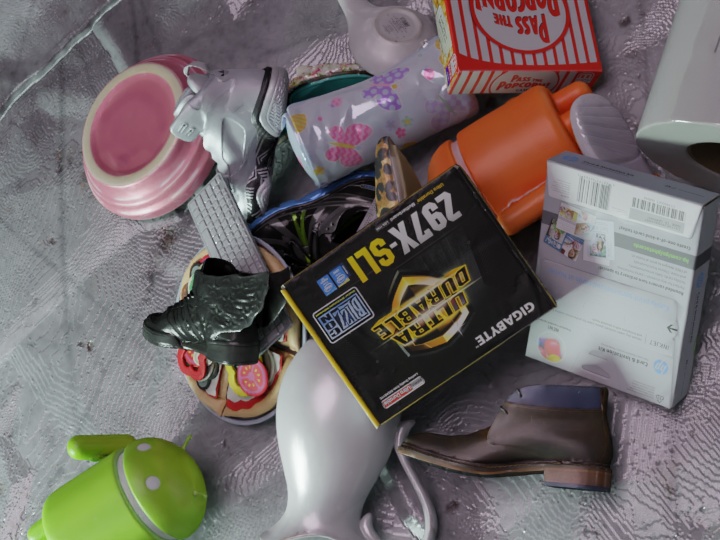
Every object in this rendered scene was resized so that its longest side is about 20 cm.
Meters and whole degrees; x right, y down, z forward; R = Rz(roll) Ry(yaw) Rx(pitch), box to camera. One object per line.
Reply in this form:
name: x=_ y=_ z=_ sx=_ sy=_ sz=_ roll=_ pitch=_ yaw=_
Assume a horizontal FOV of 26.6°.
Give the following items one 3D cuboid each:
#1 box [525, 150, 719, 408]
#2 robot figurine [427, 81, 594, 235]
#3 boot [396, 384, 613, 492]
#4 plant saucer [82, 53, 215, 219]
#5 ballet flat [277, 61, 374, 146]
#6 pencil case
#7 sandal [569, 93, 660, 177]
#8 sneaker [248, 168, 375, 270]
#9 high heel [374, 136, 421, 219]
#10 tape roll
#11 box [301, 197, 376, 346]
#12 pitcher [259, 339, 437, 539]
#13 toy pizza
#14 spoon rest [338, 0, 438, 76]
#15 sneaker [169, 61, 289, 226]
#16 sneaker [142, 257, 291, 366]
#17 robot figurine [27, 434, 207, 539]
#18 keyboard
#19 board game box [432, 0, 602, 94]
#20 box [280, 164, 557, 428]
box: x=0.233 y=0.008 z=1.375 sx=0.156 sy=0.041 sz=0.200 roll=19 pitch=118 yaw=32
robot figurine: x=0.150 y=-0.102 z=1.480 sx=0.200 sy=0.117 sz=0.144 roll=-31 pitch=72 yaw=14
boot: x=0.137 y=0.146 z=1.411 sx=0.200 sy=0.075 sz=0.097 roll=7 pitch=81 yaw=13
plant saucer: x=-0.245 y=-0.159 z=1.738 sx=0.200 sy=0.051 sz=0.201 roll=-12 pitch=67 yaw=29
ballet flat: x=-0.074 y=-0.186 z=1.656 sx=0.200 sy=0.076 sz=0.064 roll=-26 pitch=52 yaw=15
pencil case: x=0.021 y=-0.162 z=1.554 sx=0.200 sy=0.091 sz=0.083 roll=-26 pitch=18 yaw=-2
sandal: x=0.244 y=-0.067 z=1.420 sx=0.059 sy=0.079 sz=0.207 roll=-23 pitch=95 yaw=55
sneaker: x=-0.049 y=-0.032 z=1.585 sx=0.200 sy=0.071 sz=0.083 roll=-29 pitch=55 yaw=13
high heel: x=-0.003 y=-0.024 z=1.468 sx=0.143 sy=0.071 sz=0.200 roll=-7 pitch=104 yaw=24
tape roll: x=0.358 y=-0.152 z=1.335 sx=0.203 sy=0.203 sz=0.139 roll=14 pitch=79 yaw=31
box: x=0.000 y=0.000 z=1.538 sx=0.200 sy=0.039 sz=0.041 roll=-61 pitch=16 yaw=11
pitcher: x=-0.001 y=0.174 z=1.473 sx=0.172 sy=0.121 sz=0.200 roll=8 pitch=85 yaw=8
toy pizza: x=-0.133 y=0.061 z=1.576 sx=0.200 sy=0.032 sz=0.200 roll=2 pitch=94 yaw=43
spoon rest: x=0.017 y=-0.277 z=1.644 sx=0.099 sy=0.061 sz=0.200 roll=-23 pitch=61 yaw=-16
sneaker: x=-0.145 y=-0.130 z=1.611 sx=0.115 sy=0.075 sz=0.200 roll=10 pitch=119 yaw=-6
sneaker: x=-0.147 y=0.033 z=1.516 sx=0.200 sy=0.060 sz=0.104 roll=13 pitch=105 yaw=46
robot figurine: x=-0.244 y=0.249 z=1.562 sx=0.200 sy=0.116 sz=0.176 roll=-33 pitch=54 yaw=14
keyboard: x=-0.124 y=-0.008 z=1.546 sx=0.056 sy=0.011 sz=0.200 roll=-39 pitch=59 yaw=22
board game box: x=0.150 y=-0.274 z=1.533 sx=0.151 sy=0.046 sz=0.200 roll=-2 pitch=67 yaw=-14
box: x=0.053 y=0.022 z=1.389 sx=0.200 sy=0.049 sz=0.160 roll=-34 pitch=91 yaw=7
